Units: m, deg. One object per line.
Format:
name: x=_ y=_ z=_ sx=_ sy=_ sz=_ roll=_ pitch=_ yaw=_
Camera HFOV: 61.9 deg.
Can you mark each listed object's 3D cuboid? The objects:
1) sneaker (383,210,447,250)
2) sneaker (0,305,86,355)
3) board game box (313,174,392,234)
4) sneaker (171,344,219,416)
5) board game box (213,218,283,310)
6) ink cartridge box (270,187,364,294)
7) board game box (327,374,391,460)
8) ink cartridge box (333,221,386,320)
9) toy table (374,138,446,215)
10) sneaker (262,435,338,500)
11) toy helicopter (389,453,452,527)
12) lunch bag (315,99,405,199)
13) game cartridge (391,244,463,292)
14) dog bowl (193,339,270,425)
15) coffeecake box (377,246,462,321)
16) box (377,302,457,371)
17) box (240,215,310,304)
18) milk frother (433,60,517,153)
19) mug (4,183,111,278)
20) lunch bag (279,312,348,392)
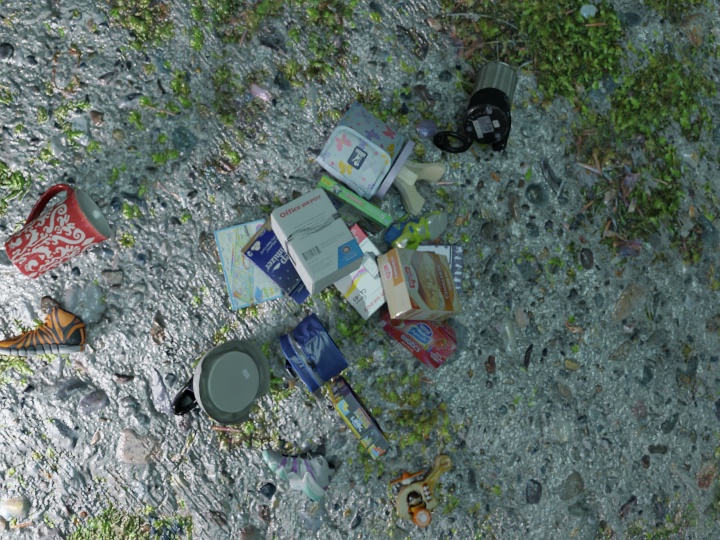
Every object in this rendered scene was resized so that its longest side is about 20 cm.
sneaker: x=0.138 y=-0.114 z=1.568 sx=0.198 sy=0.104 sz=0.077 roll=-30 pitch=131 yaw=-38
sneaker: x=-0.757 y=0.141 z=1.421 sx=0.195 sy=0.077 sz=0.115 roll=-1 pitch=87 yaw=-21
board game box: x=-0.025 y=-0.161 z=1.506 sx=0.198 sy=0.134 sz=0.030 roll=31 pitch=78 yaw=-9
sneaker: x=-0.386 y=0.276 z=1.475 sx=0.075 sy=0.088 sz=0.201 roll=38 pitch=85 yaw=-8
board game box: x=-0.282 y=-0.016 z=1.515 sx=0.131 sy=0.034 sz=0.205 roll=-13 pitch=93 yaw=-9
ink cartridge box: x=-0.104 y=-0.071 z=1.422 sx=0.143 sy=0.084 sz=0.202 roll=-28 pitch=74 yaw=-17
board game box: x=-0.007 y=0.358 z=1.487 sx=0.056 sy=0.200 sz=0.167 roll=-36 pitch=97 yaw=-5
ink cartridge box: x=0.000 y=0.000 z=1.525 sx=0.147 sy=0.086 sz=0.201 roll=-41 pitch=93 yaw=3
toy table: x=0.124 y=-0.230 z=1.520 sx=0.116 sy=0.184 sz=0.202 roll=33 pitch=62 yaw=-6
sneaker: x=-0.143 y=0.476 z=1.534 sx=0.199 sy=0.078 sz=0.141 roll=39 pitch=83 yaw=-18
toy helicopter: x=0.167 y=0.567 z=1.598 sx=0.132 sy=0.079 sz=0.200 roll=43 pitch=73 yaw=1
lunch bag: x=-0.001 y=-0.291 z=1.480 sx=0.168 sy=0.127 sz=0.202 roll=35 pitch=54 yaw=-8
game cartridge: x=0.178 y=-0.004 z=1.598 sx=0.195 sy=0.038 sz=0.133 roll=1 pitch=87 yaw=-10
dog bowl: x=-0.317 y=0.269 z=1.462 sx=0.197 sy=0.058 sz=0.205 roll=3 pitch=86 yaw=-43
coffeecake box: x=0.146 y=0.037 z=1.466 sx=0.197 sy=0.072 sz=0.157 roll=7 pitch=63 yaw=-44
box: x=0.148 y=0.147 z=1.548 sx=0.199 sy=0.100 sz=0.096 roll=40 pitch=109 yaw=-8
box: x=-0.183 y=-0.026 z=1.471 sx=0.199 sy=0.032 sz=0.122 roll=40 pitch=84 yaw=8
milk frother: x=0.299 y=-0.414 z=1.567 sx=0.195 sy=0.182 sz=0.191 roll=7 pitch=51 yaw=18
mug: x=-0.712 y=-0.091 z=1.411 sx=0.198 sy=0.178 sz=0.134 roll=-33 pitch=133 yaw=-3
lunch bag: x=-0.122 y=0.206 z=1.464 sx=0.131 sy=0.200 sz=0.137 roll=-36 pitch=102 yaw=-4
